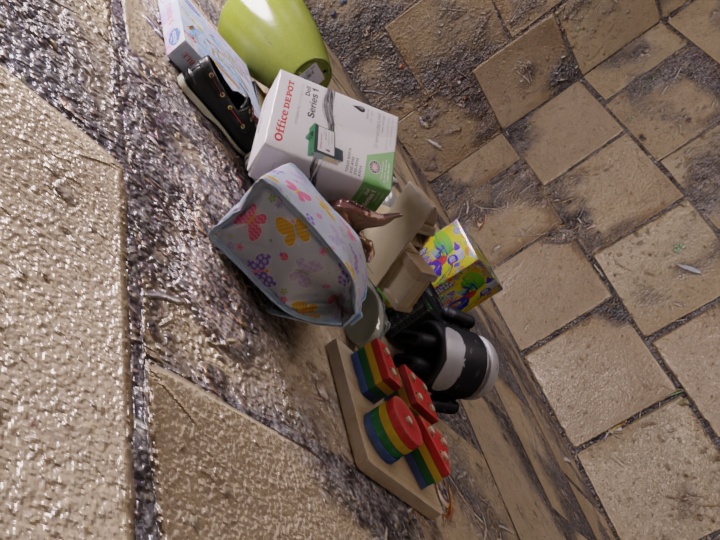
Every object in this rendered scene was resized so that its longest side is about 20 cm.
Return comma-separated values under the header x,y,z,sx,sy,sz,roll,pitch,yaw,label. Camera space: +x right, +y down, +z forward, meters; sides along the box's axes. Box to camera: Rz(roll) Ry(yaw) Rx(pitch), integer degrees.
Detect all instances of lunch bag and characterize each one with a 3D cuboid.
x,y,z,sx,sy,sz,roll,pitch,yaw,label
-0.074,-0.020,0.877,0.200,0.127,0.170,44,15,-8,lunch bag

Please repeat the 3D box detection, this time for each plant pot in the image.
x,y,z,sx,sy,sz,roll,pitch,yaw,label
-0.143,-0.412,1.306,0.201,0.187,0.187,53,9,29,plant pot

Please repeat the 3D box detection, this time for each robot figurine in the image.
x,y,z,sx,sy,sz,roll,pitch,yaw,label
0.154,0.160,1.239,0.197,0.151,0.126,18,30,-31,robot figurine

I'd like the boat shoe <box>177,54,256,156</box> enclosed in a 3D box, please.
x,y,z,sx,sy,sz,roll,pitch,yaw,label
-0.194,-0.242,1.079,0.202,0.063,0.074,48,13,-42,boat shoe

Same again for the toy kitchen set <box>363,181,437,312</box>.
x,y,z,sx,sy,sz,roll,pitch,yaw,label
0.106,-0.051,1.190,0.178,0.164,0.201,12,32,-44,toy kitchen set

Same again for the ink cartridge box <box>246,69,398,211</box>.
x,y,z,sx,sy,sz,roll,pitch,yaw,label
-0.053,-0.184,1.024,0.197,0.084,0.149,18,58,-18,ink cartridge box

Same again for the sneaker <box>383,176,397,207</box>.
x,y,z,sx,sy,sz,roll,pitch,yaw,label
0.037,-0.133,1.446,0.086,0.074,0.204,22,63,-22,sneaker

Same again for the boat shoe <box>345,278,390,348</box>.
x,y,z,sx,sy,sz,roll,pitch,yaw,label
0.018,0.070,1.118,0.072,0.070,0.202,45,14,-24,boat shoe

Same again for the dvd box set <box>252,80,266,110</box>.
x,y,z,sx,sy,sz,roll,pitch,yaw,label
-0.149,-0.253,1.335,0.200,0.029,0.147,49,16,-35,dvd box set

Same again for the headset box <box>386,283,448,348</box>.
x,y,z,sx,sy,sz,roll,pitch,yaw,label
0.100,0.071,1.364,0.174,0.092,0.202,42,18,-49,headset box

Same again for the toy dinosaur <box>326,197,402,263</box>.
x,y,z,sx,sy,sz,roll,pitch,yaw,label
-0.047,-0.067,0.995,0.138,0.197,0.086,66,24,-10,toy dinosaur

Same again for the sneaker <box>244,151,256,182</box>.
x,y,z,sx,sy,sz,roll,pitch,yaw,label
-0.085,-0.136,1.113,0.200,0.114,0.076,46,16,-39,sneaker

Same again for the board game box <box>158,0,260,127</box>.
x,y,z,sx,sy,sz,roll,pitch,yaw,label
-0.248,-0.348,1.159,0.200,0.041,0.201,45,18,-45,board game box

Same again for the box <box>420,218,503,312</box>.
x,y,z,sx,sy,sz,roll,pitch,yaw,label
0.199,0.016,1.631,0.192,0.198,0.123,37,24,-54,box

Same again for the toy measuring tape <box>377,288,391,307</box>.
x,y,z,sx,sy,sz,roll,pitch,yaw,label
0.000,0.000,1.228,0.200,0.073,0.074,45,17,-22,toy measuring tape

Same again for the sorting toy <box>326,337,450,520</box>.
x,y,z,sx,sy,sz,roll,pitch,yaw,label
0.052,0.203,0.946,0.200,0.069,0.201,47,17,-41,sorting toy
